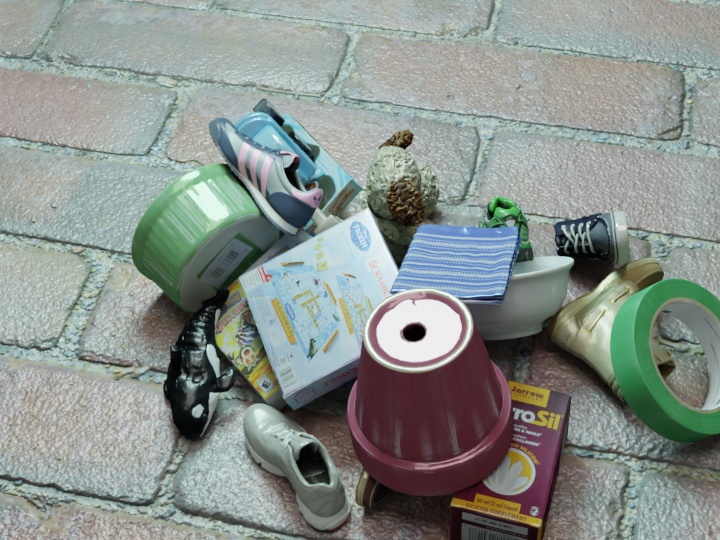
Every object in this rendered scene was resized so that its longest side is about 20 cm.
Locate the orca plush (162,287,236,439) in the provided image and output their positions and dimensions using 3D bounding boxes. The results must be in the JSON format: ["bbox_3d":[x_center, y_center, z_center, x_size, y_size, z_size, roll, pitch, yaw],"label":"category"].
[{"bbox_3d":[-0.214,0.110,1.635,0.104,0.071,0.202,9,67,28],"label":"orca plush"}]

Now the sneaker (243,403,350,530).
[{"bbox_3d":[-0.078,0.219,1.548,0.075,0.093,0.200,-29,52,-25],"label":"sneaker"}]

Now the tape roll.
[{"bbox_3d":[0.405,0.113,1.588,0.198,0.048,0.203,13,64,-28],"label":"tape roll"}]

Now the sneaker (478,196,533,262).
[{"bbox_3d":[0.205,-0.064,1.770,0.077,0.087,0.200,-5,9,-3],"label":"sneaker"}]

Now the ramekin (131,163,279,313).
[{"bbox_3d":[-0.205,-0.037,1.729,0.199,0.201,0.098,-31,60,-25],"label":"ramekin"}]

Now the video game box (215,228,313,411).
[{"bbox_3d":[-0.098,0.059,1.687,0.200,0.047,0.182,-43,52,-7],"label":"video game box"}]

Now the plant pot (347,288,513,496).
[{"bbox_3d":[0.076,0.129,1.461,0.197,0.181,0.202,-5,44,5],"label":"plant pot"}]

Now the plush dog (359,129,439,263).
[{"bbox_3d":[0.049,-0.101,1.790,0.158,0.173,0.202,-8,47,-5],"label":"plush dog"}]

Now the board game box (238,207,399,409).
[{"bbox_3d":[-0.037,0.047,1.617,0.198,0.041,0.202,-27,55,4],"label":"board game box"}]

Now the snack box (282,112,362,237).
[{"bbox_3d":[-0.092,-0.137,1.875,0.116,0.037,0.200,-48,49,5],"label":"snack box"}]

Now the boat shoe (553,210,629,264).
[{"bbox_3d":[0.317,-0.041,1.742,0.091,0.200,0.076,-6,88,4],"label":"boat shoe"}]

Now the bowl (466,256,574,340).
[{"bbox_3d":[0.191,0.040,1.683,0.198,0.092,0.201,-6,6,1],"label":"bowl"}]

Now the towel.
[{"bbox_3d":[0.124,-0.013,1.596,0.142,0.024,0.200,4,26,12],"label":"towel"}]

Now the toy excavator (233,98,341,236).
[{"bbox_3d":[-0.106,-0.129,1.773,0.100,0.195,0.200,-42,18,7],"label":"toy excavator"}]

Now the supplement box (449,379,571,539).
[{"bbox_3d":[0.183,0.239,1.525,0.109,0.086,0.201,11,48,13],"label":"supplement box"}]

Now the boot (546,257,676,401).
[{"bbox_3d":[0.369,0.078,1.680,0.199,0.073,0.155,-29,53,-25],"label":"boot"}]

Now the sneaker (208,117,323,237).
[{"bbox_3d":[-0.124,-0.144,1.699,0.082,0.070,0.201,-43,76,15],"label":"sneaker"}]

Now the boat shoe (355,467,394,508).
[{"bbox_3d":[0.071,0.226,1.555,0.071,0.073,0.200,27,47,26],"label":"boat shoe"}]

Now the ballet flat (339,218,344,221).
[{"bbox_3d":[0.000,0.000,1.753,0.069,0.070,0.200,-34,61,-27],"label":"ballet flat"}]
